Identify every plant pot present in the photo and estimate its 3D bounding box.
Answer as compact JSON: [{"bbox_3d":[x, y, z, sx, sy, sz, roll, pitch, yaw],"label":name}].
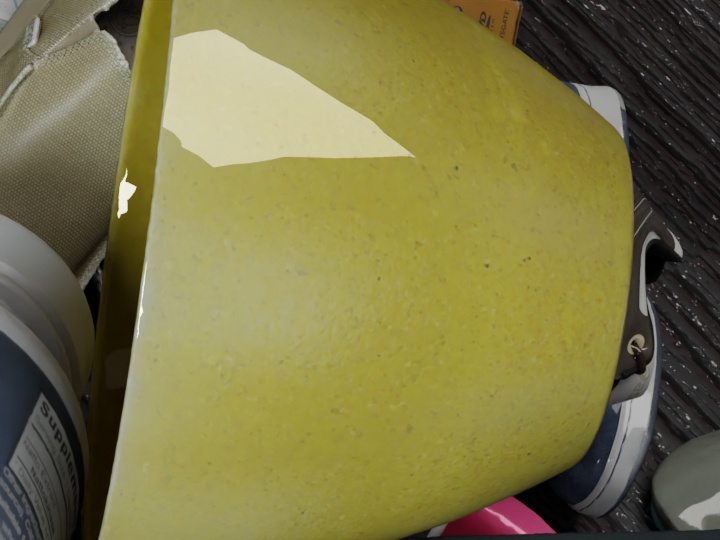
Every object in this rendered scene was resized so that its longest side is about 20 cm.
[{"bbox_3d":[0.000,0.000,0.878,0.141,0.201,0.201,8,38,-8],"label":"plant pot"}]

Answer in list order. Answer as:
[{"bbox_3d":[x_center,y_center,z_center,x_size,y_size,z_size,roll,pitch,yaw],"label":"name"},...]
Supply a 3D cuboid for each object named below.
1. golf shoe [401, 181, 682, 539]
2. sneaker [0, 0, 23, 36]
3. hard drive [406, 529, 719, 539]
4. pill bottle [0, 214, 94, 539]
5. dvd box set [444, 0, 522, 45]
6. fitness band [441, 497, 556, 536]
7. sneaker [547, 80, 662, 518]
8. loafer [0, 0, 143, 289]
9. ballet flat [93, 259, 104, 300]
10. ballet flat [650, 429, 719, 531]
[{"bbox_3d":[0.062,0.030,1.049,0.094,0.078,0.200,36,52,-13],"label":"golf shoe"},{"bbox_3d":[-0.132,-0.075,1.101,0.080,0.071,0.200,38,23,32],"label":"sneaker"},{"bbox_3d":[0.081,0.117,0.781,0.139,0.033,0.200,-1,17,-3],"label":"hard drive"},{"bbox_3d":[-0.143,0.068,0.852,0.119,0.120,0.200,30,33,-9],"label":"pill bottle"},{"bbox_3d":[-0.056,-0.121,1.184,0.199,0.030,0.146,11,4,-33],"label":"dvd box set"},{"bbox_3d":[0.010,0.121,1.006,0.199,0.037,0.144,8,42,-39],"label":"fitness band"},{"bbox_3d":[0.036,0.000,1.152,0.145,0.077,0.203,12,48,-20],"label":"sneaker"},{"bbox_3d":[-0.098,-0.050,1.017,0.076,0.067,0.201,42,60,-35],"label":"loafer"},{"bbox_3d":[-0.038,0.018,1.009,0.072,0.072,0.200,9,13,-36],"label":"ballet flat"},{"bbox_3d":[0.199,0.078,1.211,0.199,0.064,0.068,1,46,-42],"label":"ballet flat"}]
